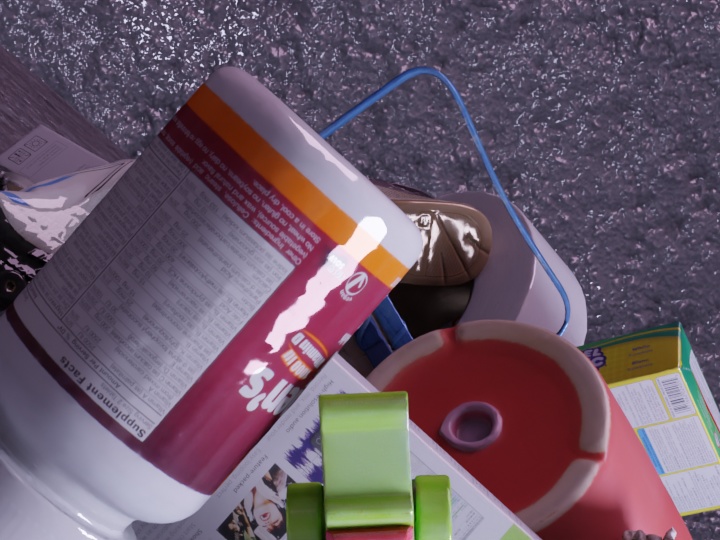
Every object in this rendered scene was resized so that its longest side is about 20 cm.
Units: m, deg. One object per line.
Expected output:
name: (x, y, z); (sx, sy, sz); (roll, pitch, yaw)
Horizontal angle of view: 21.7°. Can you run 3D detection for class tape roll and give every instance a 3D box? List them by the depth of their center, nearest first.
tape roll: (0.050, 0.045, 1.263); (0.071, 0.202, 0.202); (45, -1, -34)

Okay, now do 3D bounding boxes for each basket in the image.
basket: (0.000, 0.000, 1.088); (0.177, 0.199, 0.139); (63, 11, 3)

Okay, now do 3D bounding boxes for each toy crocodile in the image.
toy crocodile: (0.002, 0.141, 0.755); (0.067, 0.202, 0.062); (2, 23, -2)

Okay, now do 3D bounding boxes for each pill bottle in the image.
pill bottle: (-0.078, 0.027, 0.744); (0.109, 0.200, 0.110); (41, 2, -1)

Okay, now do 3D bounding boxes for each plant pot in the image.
plant pot: (0.076, 0.134, 0.994); (0.200, 0.200, 0.178); (43, -18, 41)

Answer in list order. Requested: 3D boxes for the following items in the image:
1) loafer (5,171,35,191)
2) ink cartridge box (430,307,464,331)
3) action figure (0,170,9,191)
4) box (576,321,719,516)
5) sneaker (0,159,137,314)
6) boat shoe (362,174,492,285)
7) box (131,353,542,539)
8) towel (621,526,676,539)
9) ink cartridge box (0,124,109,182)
loafer: (-0.175, 0.027, 1.172); (0.200, 0.075, 0.070); (42, 16, -12)
ink cartridge box: (0.058, 0.135, 1.298); (0.084, 0.200, 0.145); (45, 0, -34)
action figure: (-0.232, -0.040, 1.028); (0.055, 0.118, 0.200); (43, -9, 21)
box: (0.118, 0.109, 1.139); (0.049, 0.199, 0.118); (-78, 146, -52)
sneaker: (-0.175, -0.014, 1.016); (0.072, 0.199, 0.072); (-26, -100, 53)
boat shoe: (-0.015, -0.029, 1.202); (0.198, 0.073, 0.065); (5, 7, -22)
box: (-0.020, 0.124, 0.830); (0.200, 0.144, 0.036); (42, 3, -1)
towel: (0.114, 0.218, 0.856); (0.034, 0.202, 0.133); (16, 0, 5)
ink cartridge box: (-0.155, -0.010, 1.266); (0.199, 0.050, 0.109); (28, -35, 29)
